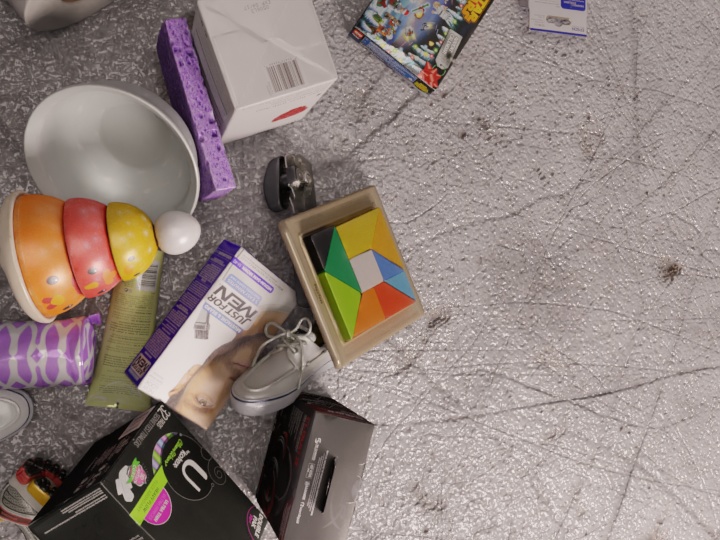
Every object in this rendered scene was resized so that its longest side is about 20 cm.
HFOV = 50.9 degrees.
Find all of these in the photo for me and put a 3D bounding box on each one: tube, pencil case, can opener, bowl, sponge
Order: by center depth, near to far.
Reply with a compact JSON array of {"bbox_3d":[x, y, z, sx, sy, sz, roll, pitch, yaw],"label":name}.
[{"bbox_3d":[-0.400,0.091,0.851,0.199,0.084,0.086,2,49,-11],"label":"pencil case"},{"bbox_3d":[-0.269,-0.137,0.869,0.200,0.091,0.202,5,128,6],"label":"bowl"},{"bbox_3d":[-0.198,-0.185,0.898,0.030,0.111,0.201,-16,94,-20],"label":"sponge"},{"bbox_3d":[-0.278,0.069,0.910,0.058,0.052,0.201,10,93,26],"label":"tube"},{"bbox_3d":[-0.079,-0.049,0.948,0.053,0.067,0.201,11,70,-56],"label":"can opener"}]

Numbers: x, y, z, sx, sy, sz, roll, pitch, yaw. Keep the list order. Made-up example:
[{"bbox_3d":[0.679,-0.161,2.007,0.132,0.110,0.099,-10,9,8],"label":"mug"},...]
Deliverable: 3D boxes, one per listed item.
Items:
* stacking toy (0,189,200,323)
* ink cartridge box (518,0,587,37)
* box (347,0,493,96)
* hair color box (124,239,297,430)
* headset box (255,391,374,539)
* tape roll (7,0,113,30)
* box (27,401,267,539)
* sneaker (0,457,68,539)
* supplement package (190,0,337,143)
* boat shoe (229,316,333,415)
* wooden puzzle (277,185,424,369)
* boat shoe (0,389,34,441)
[{"bbox_3d":[-0.276,-0.032,0.832,0.199,0.146,0.147,-12,92,-6],"label":"stacking toy"},{"bbox_3d":[0.274,-0.430,1.072,0.094,0.037,0.201,1,86,-16],"label":"ink cartridge box"},{"bbox_3d":[0.093,-0.357,1.018,0.137,0.040,0.201,34,81,-13],"label":"box"},{"bbox_3d":[-0.174,0.076,0.912,0.109,0.065,0.200,41,80,-32],"label":"hair color box"},{"bbox_3d":[-0.056,0.229,0.886,0.075,0.200,0.150,16,86,-16],"label":"headset box"},{"bbox_3d":[-0.324,-0.380,0.821,0.202,0.203,0.139,-40,99,-12],"label":"tape roll"},{"bbox_3d":[-0.225,0.281,0.840,0.124,0.149,0.200,-31,104,23],"label":"box"},{"bbox_3d":[-0.335,0.309,0.882,0.082,0.078,0.200,-44,97,3],"label":"sneaker"},{"bbox_3d":[-0.120,-0.234,0.875,0.121,0.200,0.120,-21,94,-15],"label":"supplement package"},{"bbox_3d":[-0.075,0.092,0.903,0.202,0.074,0.087,-27,132,-40],"label":"boat shoe"},{"bbox_3d":[0.000,0.000,0.936,0.200,0.037,0.186,-28,97,-49],"label":"wooden puzzle"},{"bbox_3d":[-0.472,0.173,0.841,0.199,0.067,0.074,-8,92,-15],"label":"boat shoe"}]
